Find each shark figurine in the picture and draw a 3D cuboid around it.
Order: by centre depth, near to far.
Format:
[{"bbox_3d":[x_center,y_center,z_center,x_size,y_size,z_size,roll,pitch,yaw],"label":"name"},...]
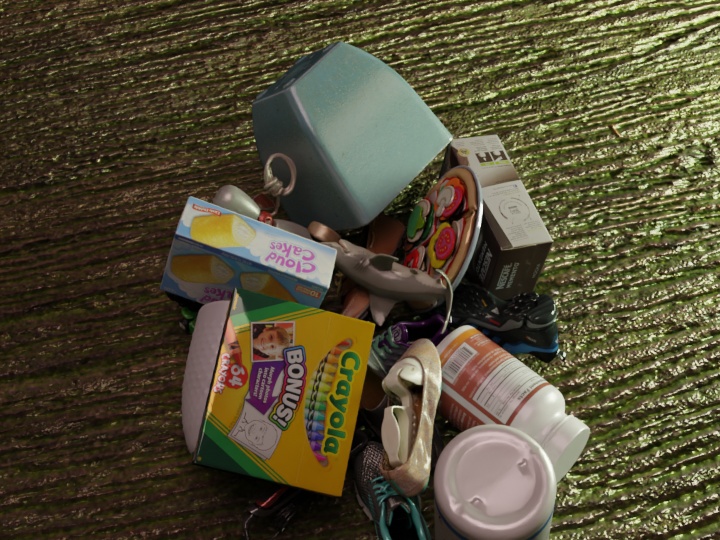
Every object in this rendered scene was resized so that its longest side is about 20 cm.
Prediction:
[{"bbox_3d":[0.048,0.031,1.394,0.212,0.128,0.091,21,89,34],"label":"shark figurine"}]

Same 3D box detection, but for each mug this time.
[{"bbox_3d":[-0.123,0.152,1.357,0.196,0.148,0.178,9,67,5],"label":"mug"}]

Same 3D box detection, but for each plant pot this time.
[{"bbox_3d":[-0.034,-0.193,1.514,0.196,0.201,0.195,-44,20,-25],"label":"plant pot"}]

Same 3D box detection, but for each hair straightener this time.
[{"bbox_3d":[-0.064,0.262,1.312,0.200,0.077,0.041,-46,38,-18],"label":"hair straightener"}]

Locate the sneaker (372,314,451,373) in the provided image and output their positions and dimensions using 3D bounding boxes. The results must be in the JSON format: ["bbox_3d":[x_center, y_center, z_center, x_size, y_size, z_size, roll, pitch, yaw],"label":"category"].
[{"bbox_3d":[0.025,0.099,1.416,0.196,0.088,0.075,-15,54,-6],"label":"sneaker"}]

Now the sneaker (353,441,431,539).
[{"bbox_3d":[0.043,0.277,1.283,0.076,0.092,0.202,-18,54,-10],"label":"sneaker"}]

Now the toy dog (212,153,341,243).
[{"bbox_3d":[-0.117,-0.049,1.464,0.132,0.201,0.096,-45,24,-25],"label":"toy dog"}]

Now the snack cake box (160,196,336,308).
[{"bbox_3d":[-0.140,-0.001,1.379,0.197,0.116,0.068,19,47,-7],"label":"snack cake box"}]

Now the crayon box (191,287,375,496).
[{"bbox_3d":[-0.087,0.141,1.268,0.169,0.058,0.204,14,76,-9],"label":"crayon box"}]

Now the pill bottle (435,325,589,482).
[{"bbox_3d":[0.174,0.166,1.340,0.199,0.113,0.112,37,64,27],"label":"pill bottle"}]

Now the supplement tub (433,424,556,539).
[{"bbox_3d":[0.144,0.271,1.211,0.129,0.202,0.134,-3,53,4],"label":"supplement tub"}]

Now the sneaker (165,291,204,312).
[{"bbox_3d":[-0.159,0.036,1.458,0.198,0.074,0.080,30,62,-3],"label":"sneaker"}]

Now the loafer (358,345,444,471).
[{"bbox_3d":[0.026,0.166,1.347,0.073,0.072,0.200,-44,80,11],"label":"loafer"}]

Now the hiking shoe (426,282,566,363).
[{"bbox_3d":[0.166,0.074,1.430,0.198,0.088,0.074,10,37,41],"label":"hiking shoe"}]

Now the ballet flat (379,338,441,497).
[{"bbox_3d":[0.054,0.157,1.275,0.067,0.067,0.203,-24,47,34],"label":"ballet flat"}]

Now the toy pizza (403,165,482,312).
[{"bbox_3d":[0.098,-0.044,1.456,0.031,0.200,0.203,18,51,-20],"label":"toy pizza"}]

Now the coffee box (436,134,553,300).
[{"bbox_3d":[0.176,-0.071,1.502,0.078,0.114,0.202,-8,52,-18],"label":"coffee box"}]

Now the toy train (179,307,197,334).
[{"bbox_3d":[-0.164,0.022,1.520,0.056,0.042,0.200,40,66,18],"label":"toy train"}]

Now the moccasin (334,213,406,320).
[{"bbox_3d":[0.001,-0.001,1.489,0.077,0.074,0.204,27,58,-7],"label":"moccasin"}]
